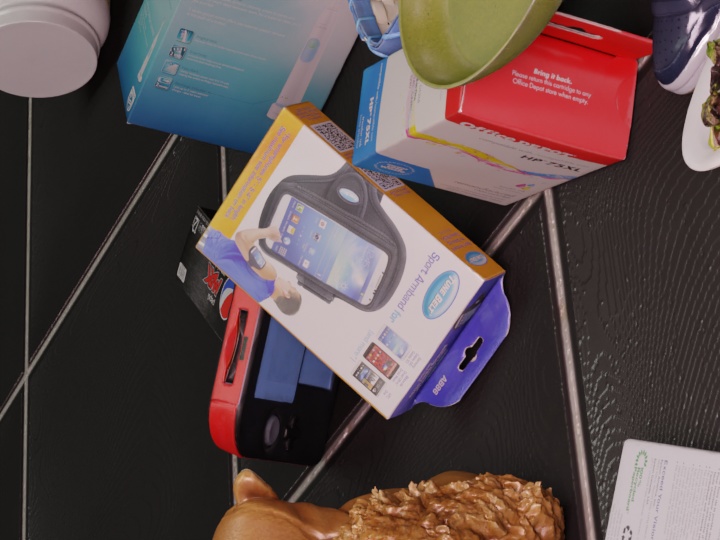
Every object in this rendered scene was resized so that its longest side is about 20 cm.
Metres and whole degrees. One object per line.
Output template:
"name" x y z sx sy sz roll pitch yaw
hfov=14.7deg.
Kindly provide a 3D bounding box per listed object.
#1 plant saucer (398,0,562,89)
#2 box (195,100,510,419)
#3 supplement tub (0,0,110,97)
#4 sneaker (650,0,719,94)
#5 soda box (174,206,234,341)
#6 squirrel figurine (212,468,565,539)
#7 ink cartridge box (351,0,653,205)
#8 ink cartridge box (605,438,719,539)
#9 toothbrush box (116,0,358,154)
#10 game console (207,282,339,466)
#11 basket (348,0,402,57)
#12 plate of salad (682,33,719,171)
"plant saucer" 0.083 -0.195 1.581 0.200 0.031 0.201 -45 37 48
"box" 0.000 0.000 1.787 0.200 0.041 0.119 41 114 17
"supplement tub" -0.318 -0.287 2.755 0.145 0.144 0.201 130 146 -49
"sneaker" 0.168 -0.207 1.569 0.070 0.108 0.201 -160 84 -68
"soda box" -0.077 0.017 2.095 0.064 0.070 0.200 -70 23 13
"squirrel figurine" 0.012 0.166 1.638 0.200 0.186 0.142 145 134 -59
"ink cartridge box" 0.088 -0.100 1.697 0.200 0.116 0.068 158 123 -65
"ink cartridge box" 0.177 0.192 1.417 0.200 0.040 0.201 -176 98 -68
"toothbrush box" -0.083 -0.196 2.130 0.086 0.146 0.201 -105 34 -49
"game console" -0.042 0.033 1.926 0.031 0.177 0.201 12 88 25
"basket" 0.023 -0.225 1.810 0.177 0.199 0.140 -110 38 -52
"plate of salad" 0.217 -0.142 1.435 0.200 0.048 0.200 -54 12 18
